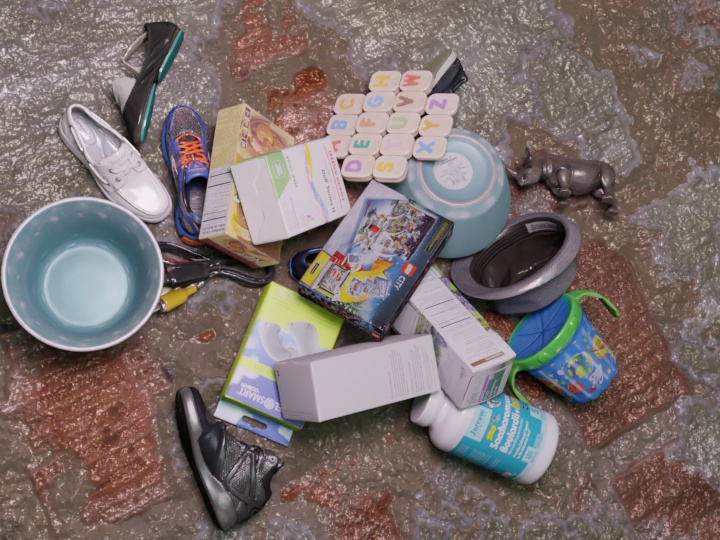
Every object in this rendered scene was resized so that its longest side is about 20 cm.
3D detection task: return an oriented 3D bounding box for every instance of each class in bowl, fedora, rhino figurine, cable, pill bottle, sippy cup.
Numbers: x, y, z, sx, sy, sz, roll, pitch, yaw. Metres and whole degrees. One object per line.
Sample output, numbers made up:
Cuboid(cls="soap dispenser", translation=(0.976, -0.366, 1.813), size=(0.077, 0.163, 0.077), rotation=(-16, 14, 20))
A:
Cuboid(cls="bowl", translation=(0.135, -0.129, 1.643), size=(0.200, 0.105, 0.201), rotation=(2, 72, -6))
Cuboid(cls="fedora", translation=(0.243, 0.002, 1.663), size=(0.200, 0.177, 0.090), rotation=(-35, 123, -6))
Cuboid(cls="bowl", translation=(-0.361, 0.014, 1.463), size=(0.200, 0.105, 0.201), rotation=(2, 77, -10))
Cuboid(cls="rhino figurine", translation=(0.316, -0.145, 1.748), size=(0.199, 0.060, 0.088), rotation=(9, 57, -15))
Cuboid(cls="cable", translation=(-0.222, 0.000, 1.570), size=(0.200, 0.050, 0.097), rotation=(-10, 67, -32))
Cuboid(cls="pill bottle", translation=(0.175, 0.223, 1.599), size=(0.200, 0.111, 0.111), rotation=(24, 73, -12))
Cuboid(cls="sippy cup", translation=(0.308, 0.125, 1.659), size=(0.130, 0.178, 0.140), rotation=(41, 33, -17))

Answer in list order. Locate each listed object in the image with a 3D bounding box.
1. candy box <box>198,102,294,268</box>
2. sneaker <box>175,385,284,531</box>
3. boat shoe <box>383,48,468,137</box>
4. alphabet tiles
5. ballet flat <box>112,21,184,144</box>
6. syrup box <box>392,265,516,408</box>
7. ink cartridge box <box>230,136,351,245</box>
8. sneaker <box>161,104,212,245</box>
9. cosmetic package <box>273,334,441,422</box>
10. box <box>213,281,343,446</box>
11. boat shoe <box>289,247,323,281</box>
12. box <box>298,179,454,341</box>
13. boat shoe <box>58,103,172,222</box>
Cuboid(cls="candy box", translation=(-0.156, -0.117, 1.555), size=(0.115, 0.055, 0.201), rotation=(30, 57, -48))
Cuboid(cls="sneaker", translation=(-0.177, 0.239, 1.505), size=(0.114, 0.076, 0.200), rotation=(-23, 89, -22))
Cuboid(cls="boat shoe", translation=(0.096, -0.245, 1.696), size=(0.066, 0.074, 0.200), rotation=(45, 67, -24))
Cuboid(cls="alphabet tiles", translation=(0.041, -0.214, 1.629), size=(0.195, 0.015, 0.200), rotation=(4, 60, 23))
Cuboid(cls="ballet flat", translation=(-0.311, -0.269, 1.580), size=(0.068, 0.068, 0.200), rotation=(16, 64, -4))
Cuboid(cls="syrup box", translation=(0.123, 0.092, 1.571), size=(0.081, 0.079, 0.200), rotation=(-18, 50, -30))
Cuboid(cls="ink cartridge box", translation=(-0.083, -0.117, 1.552), size=(0.200, 0.067, 0.117), rotation=(-27, 103, -55))
Cuboid(cls="sneaker", translation=(-0.231, -0.140, 1.565), size=(0.075, 0.078, 0.201), rotation=(-10, 82, -20))
Cuboid(cls="cosmetic package", translation=(-0.004, 0.144, 1.522), size=(0.200, 0.108, 0.085), rotation=(-12, 93, -31))
Cuboid(cls="box", translation=(-0.113, 0.131, 1.562), size=(0.122, 0.048, 0.200), rotation=(24, 72, -11))
Cuboid(cls="boat shoe", translation=(0.000, 0.000, 1.613), size=(0.199, 0.069, 0.084), rotation=(-7, 81, -18))
Cuboid(cls="box", translation=(0.023, -0.017, 1.551), size=(0.136, 0.038, 0.200), rotation=(29, 65, 12))
Cuboid(cls="boat shoe", translation=(-0.339, -0.148, 1.537), size=(0.200, 0.069, 0.071), rotation=(44, 69, -5))
